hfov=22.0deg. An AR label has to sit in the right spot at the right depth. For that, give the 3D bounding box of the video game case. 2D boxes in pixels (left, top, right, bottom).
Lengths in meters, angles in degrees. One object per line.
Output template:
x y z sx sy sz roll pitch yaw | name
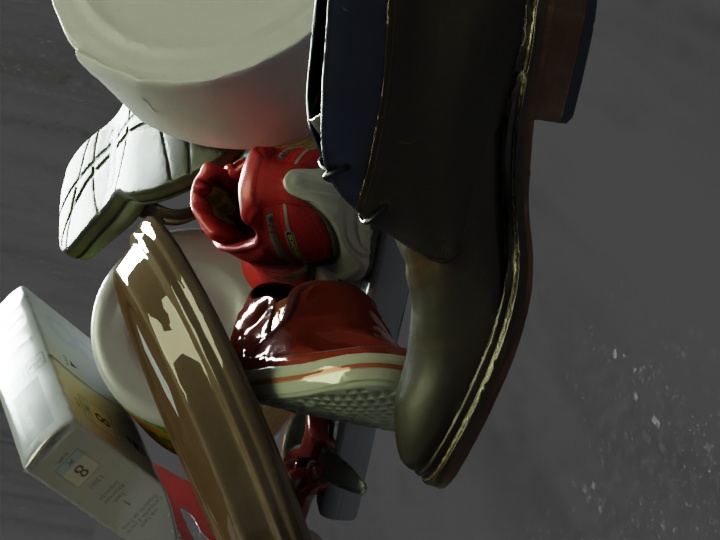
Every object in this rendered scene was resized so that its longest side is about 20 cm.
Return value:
0.000 0.000 0.947 0.182 0.022 0.202 -114 35 -72 | video game case

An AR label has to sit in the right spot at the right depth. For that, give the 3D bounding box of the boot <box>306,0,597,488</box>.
0.015 -0.025 0.666 0.075 0.096 0.202 -126 48 -77 | boot

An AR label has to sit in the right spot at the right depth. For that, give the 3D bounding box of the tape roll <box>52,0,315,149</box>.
-0.054 -0.163 0.906 0.071 0.200 0.205 45 -133 -57 | tape roll

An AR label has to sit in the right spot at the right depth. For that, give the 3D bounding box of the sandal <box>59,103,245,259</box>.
-0.105 -0.057 0.998 0.200 0.057 0.081 -26 51 56 | sandal

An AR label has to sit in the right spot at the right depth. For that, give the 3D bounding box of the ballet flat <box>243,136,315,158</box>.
-0.033 -0.058 1.132 0.200 0.068 0.064 164 88 -82 | ballet flat

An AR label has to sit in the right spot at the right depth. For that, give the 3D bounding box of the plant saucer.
-0.068 0.073 0.842 0.200 0.029 0.202 157 91 -79 | plant saucer

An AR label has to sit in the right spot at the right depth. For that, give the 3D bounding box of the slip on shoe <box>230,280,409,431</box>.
-0.016 0.034 0.811 0.200 0.073 0.062 -175 99 -72 | slip on shoe

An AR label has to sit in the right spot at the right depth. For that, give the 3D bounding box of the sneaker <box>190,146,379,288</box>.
-0.043 -0.031 0.912 0.200 0.084 0.078 142 138 -75 | sneaker

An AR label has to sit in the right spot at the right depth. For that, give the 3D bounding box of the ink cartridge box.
-0.138 0.113 1.135 0.047 0.200 0.160 -46 34 6 | ink cartridge box

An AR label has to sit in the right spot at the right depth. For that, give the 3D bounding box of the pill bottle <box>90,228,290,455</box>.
-0.091 0.054 1.099 0.200 0.110 0.112 82 -164 -76 | pill bottle

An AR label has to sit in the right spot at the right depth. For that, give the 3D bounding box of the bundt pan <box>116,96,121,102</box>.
-0.048 -0.150 1.057 0.202 0.076 0.202 -47 9 10 | bundt pan

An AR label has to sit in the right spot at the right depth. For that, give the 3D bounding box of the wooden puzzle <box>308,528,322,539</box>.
-0.083 0.241 0.905 0.186 0.046 0.200 -55 0 24 | wooden puzzle

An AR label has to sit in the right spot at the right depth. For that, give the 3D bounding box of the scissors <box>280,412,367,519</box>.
-0.018 0.083 0.858 0.200 0.014 0.074 128 154 -71 | scissors
